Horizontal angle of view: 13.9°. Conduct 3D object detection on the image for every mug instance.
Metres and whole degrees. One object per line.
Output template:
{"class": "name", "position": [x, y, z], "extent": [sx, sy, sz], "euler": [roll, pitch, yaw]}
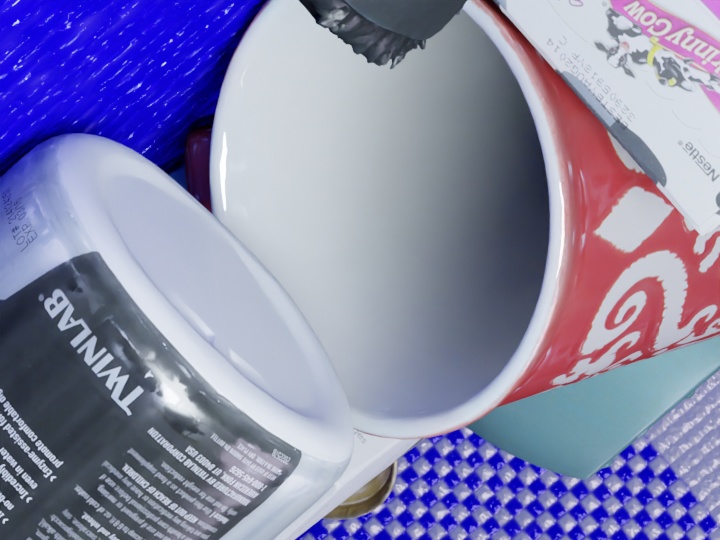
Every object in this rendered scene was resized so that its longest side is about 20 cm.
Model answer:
{"class": "mug", "position": [0.057, -0.043, 0.894], "extent": [0.200, 0.177, 0.134], "euler": [-10, 128, -46]}

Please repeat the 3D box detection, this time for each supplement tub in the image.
{"class": "supplement tub", "position": [-0.110, 0.068, 0.805], "extent": [0.200, 0.123, 0.123], "euler": [-41, 174, 14]}

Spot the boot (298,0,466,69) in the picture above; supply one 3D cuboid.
{"class": "boot", "position": [0.037, -0.117, 0.639], "extent": [0.162, 0.073, 0.198], "euler": [-38, 175, 14]}

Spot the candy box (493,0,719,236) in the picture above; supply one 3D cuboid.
{"class": "candy box", "position": [0.114, -0.108, 0.830], "extent": [0.200, 0.136, 0.061], "euler": [-33, 169, -49]}

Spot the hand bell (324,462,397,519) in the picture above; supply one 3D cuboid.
{"class": "hand bell", "position": [0.016, 0.025, 1.494], "extent": [0.104, 0.104, 0.200], "euler": [-47, -177, 46]}

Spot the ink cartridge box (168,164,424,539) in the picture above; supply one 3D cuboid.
{"class": "ink cartridge box", "position": [0.000, 0.000, 0.998], "extent": [0.200, 0.115, 0.068], "euler": [-35, 172, -45]}

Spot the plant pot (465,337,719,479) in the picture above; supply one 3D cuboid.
{"class": "plant pot", "position": [0.093, -0.008, 1.275], "extent": [0.200, 0.161, 0.201], "euler": [-39, 173, -5]}
